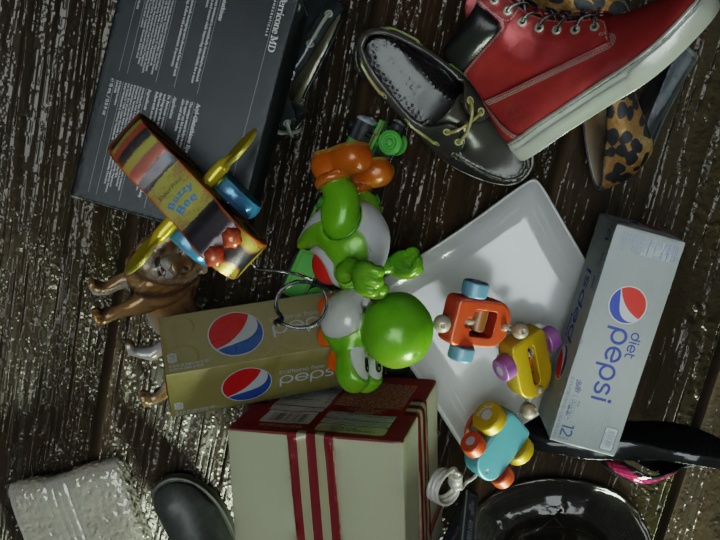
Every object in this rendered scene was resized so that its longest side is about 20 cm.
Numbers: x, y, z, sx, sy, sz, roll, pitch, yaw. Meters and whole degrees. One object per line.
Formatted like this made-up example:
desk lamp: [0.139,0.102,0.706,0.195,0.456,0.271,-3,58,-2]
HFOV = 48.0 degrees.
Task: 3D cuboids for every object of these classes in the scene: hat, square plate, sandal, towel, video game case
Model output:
hat: [0.201,0.304,0.799,0.197,0.081,0.204,1,101,4]
square plate: [0.135,0.048,0.779,0.199,0.028,0.199,-33,97,10]
sandal: [0.256,0.175,0.776,0.197,0.075,0.046,2,100,12]
towel: [-0.281,0.302,0.861,0.131,0.034,0.203,-15,99,6]
video game case: [0.073,0.308,0.749,0.019,0.200,0.145,23,103,6]

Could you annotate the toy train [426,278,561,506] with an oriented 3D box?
toy train: [0.104,0.103,0.729,0.148,0.055,0.203,1,104,-32]

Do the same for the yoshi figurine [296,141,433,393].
yoshi figurine: [0.015,-0.002,0.674,0.111,0.112,0.203,-1,81,-20]

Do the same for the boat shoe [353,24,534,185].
boat shoe: [0.075,-0.144,0.728,0.200,0.061,0.072,38,102,-4]

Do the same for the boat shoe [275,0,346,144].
boat shoe: [-0.073,-0.156,0.730,0.060,0.076,0.202,23,103,5]

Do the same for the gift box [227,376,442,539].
gift box: [-0.027,0.212,0.732,0.182,0.200,0.190,2,102,21]

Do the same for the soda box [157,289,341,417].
soda box: [-0.078,0.072,0.734,0.197,0.068,0.065,-9,137,-13]

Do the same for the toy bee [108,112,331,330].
toy bee: [-0.103,-0.041,0.579,0.198,0.109,0.132,23,93,-1]

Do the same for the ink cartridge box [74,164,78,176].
ink cartridge box: [-0.171,-0.158,0.740,0.114,0.067,0.202,21,102,-1]

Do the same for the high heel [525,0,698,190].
high heel: [0.185,-0.168,0.706,0.198,0.071,0.144,27,96,-11]

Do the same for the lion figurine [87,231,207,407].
lion figurine: [-0.178,0.044,0.768,0.121,0.073,0.201,-19,136,-4]

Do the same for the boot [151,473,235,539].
boot: [-0.156,0.305,0.766,0.072,0.200,0.183,-35,97,10]

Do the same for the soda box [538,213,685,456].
soda box: [0.221,0.056,0.725,0.063,0.068,0.203,14,102,0]

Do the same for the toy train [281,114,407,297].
toy train: [-0.017,-0.055,0.766,0.056,0.042,0.202,27,103,9]

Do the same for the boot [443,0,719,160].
boot: [0.164,-0.198,0.642,0.199,0.072,0.145,-32,99,34]

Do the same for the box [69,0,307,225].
box: [-0.136,-0.138,0.663,0.139,0.079,0.203,16,94,3]
